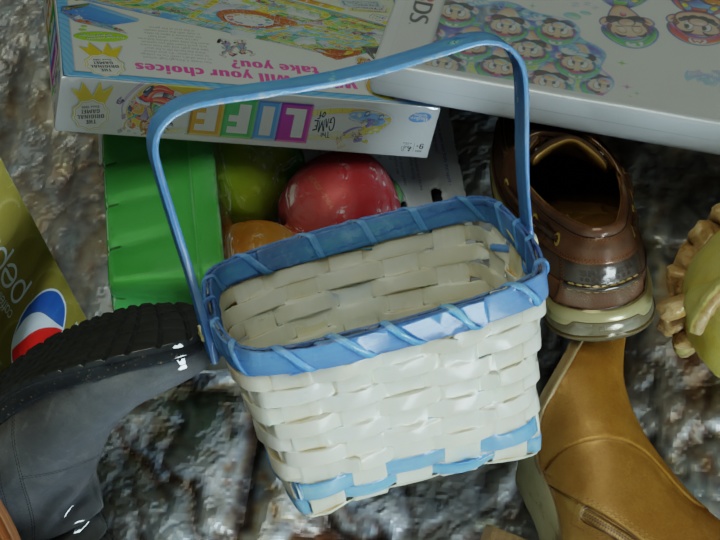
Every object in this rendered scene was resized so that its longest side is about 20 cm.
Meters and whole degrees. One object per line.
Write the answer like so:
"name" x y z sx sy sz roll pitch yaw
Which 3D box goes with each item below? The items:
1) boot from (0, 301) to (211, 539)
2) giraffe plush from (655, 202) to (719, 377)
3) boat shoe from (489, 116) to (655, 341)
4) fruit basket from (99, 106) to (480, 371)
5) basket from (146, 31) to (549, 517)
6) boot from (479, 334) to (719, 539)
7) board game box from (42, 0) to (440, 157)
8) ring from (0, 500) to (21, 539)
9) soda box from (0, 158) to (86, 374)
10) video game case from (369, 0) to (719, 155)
"boot" -0.141 0.103 0.970 0.199 0.132 0.070 -21 16 17
"giraffe plush" 0.231 0.003 0.952 0.162 0.173 0.200 -36 50 -2
"boat shoe" 0.111 -0.045 1.018 0.072 0.068 0.200 -8 34 -3
"fruit basket" -0.040 -0.019 1.054 0.199 0.094 0.186 -2 52 -10
"basket" 0.000 0.000 0.903 0.176 0.201 0.139 -12 26 -10
"boot" 0.144 0.116 0.953 0.144 0.071 0.202 22 55 8
"board game box" -0.068 -0.119 1.048 0.199 0.034 0.135 4 37 -15
"ring" -0.242 0.154 0.952 0.200 0.201 0.019 14 20 19
"soda box" -0.201 0.007 0.999 0.064 0.200 0.068 19 63 21
"video game case" 0.118 -0.133 1.065 0.199 0.024 0.182 11 36 5
